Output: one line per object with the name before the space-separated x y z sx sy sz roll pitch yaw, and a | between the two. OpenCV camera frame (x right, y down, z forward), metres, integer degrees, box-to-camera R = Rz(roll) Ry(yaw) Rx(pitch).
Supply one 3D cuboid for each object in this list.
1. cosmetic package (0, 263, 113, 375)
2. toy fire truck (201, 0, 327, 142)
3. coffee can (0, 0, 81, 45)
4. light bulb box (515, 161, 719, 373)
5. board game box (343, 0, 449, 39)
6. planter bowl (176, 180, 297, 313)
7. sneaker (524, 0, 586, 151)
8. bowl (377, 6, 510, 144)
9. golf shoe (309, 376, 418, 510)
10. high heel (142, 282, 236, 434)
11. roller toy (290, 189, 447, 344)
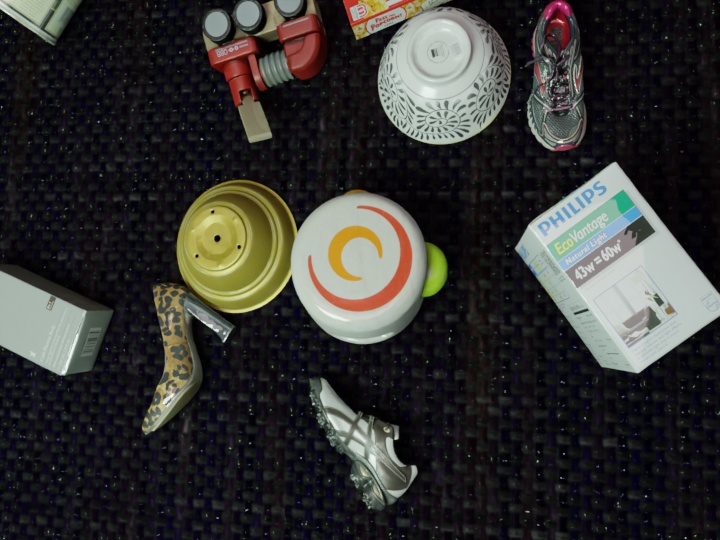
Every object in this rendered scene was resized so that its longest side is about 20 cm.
cosmetic package | -0.496 0.072 1.020 0.197 0.090 0.109 20 91 9
toy fire truck | -0.131 -0.294 0.976 0.173 0.129 0.204 -14 93 9
coffee can | -0.497 -0.486 1.045 0.145 0.146 0.202 34 91 12
light bulb box | 0.302 0.005 0.812 0.124 0.198 0.202 -35 80 4
board game box | 0.060 -0.453 0.979 0.197 0.046 0.154 -20 76 8
planter bowl | -0.196 -0.042 0.973 0.196 0.083 0.205 -1 83 11
sneaker | 0.266 -0.265 0.909 0.079 0.075 0.205 -6 84 10
bowl | 0.113 -0.290 0.932 0.196 0.094 0.205 -1 85 11
golf shoe | 0.002 0.224 0.921 0.094 0.078 0.202 -31 81 -11
high heel | -0.294 0.124 0.978 0.141 0.072 0.202 33 77 8
roller toy | 0.000 0.000 0.902 0.182 0.140 0.200 -43 76 -7
